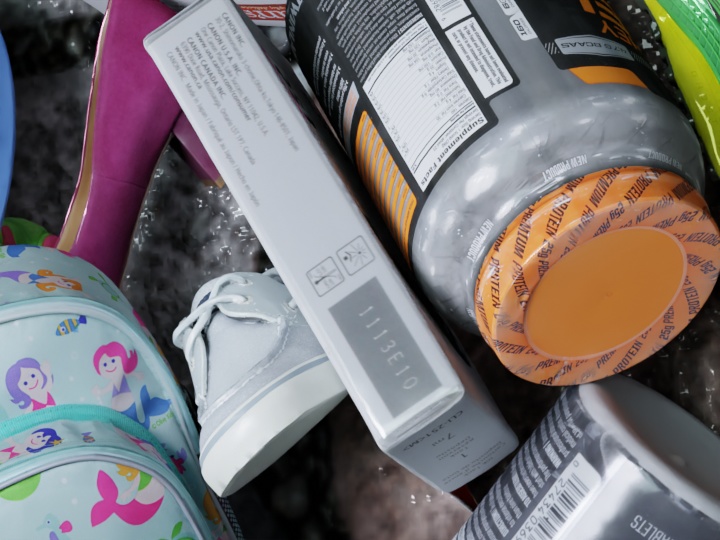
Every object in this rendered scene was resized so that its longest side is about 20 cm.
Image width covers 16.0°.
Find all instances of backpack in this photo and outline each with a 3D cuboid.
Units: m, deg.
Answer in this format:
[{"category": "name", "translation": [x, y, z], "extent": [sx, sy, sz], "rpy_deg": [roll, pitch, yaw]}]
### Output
[{"category": "backpack", "translation": [-0.141, 0.099, 1.049], "extent": [0.177, 0.151, 0.201], "rpy_deg": [-23, 112, -8]}]

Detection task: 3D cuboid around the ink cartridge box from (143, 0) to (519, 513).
[{"category": "ink cartridge box", "translation": [0.000, 0.000, 1.048], "extent": [0.043, 0.174, 0.201], "rpy_deg": [-34, 68, 6]}]

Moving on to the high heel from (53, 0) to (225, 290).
[{"category": "high heel", "translation": [-0.135, -0.029, 1.135], "extent": [0.200, 0.096, 0.067], "rpy_deg": [-50, 15, -18]}]

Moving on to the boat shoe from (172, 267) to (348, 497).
[{"category": "boat shoe", "translation": [-0.045, 0.037, 1.044], "extent": [0.070, 0.201, 0.072], "rpy_deg": [-42, 91, 9]}]

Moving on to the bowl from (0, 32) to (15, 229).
[{"category": "bowl", "translation": [-0.226, -0.048, 1.208], "extent": [0.200, 0.039, 0.202], "rpy_deg": [-14, 71, 49]}]

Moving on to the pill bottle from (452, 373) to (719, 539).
[{"category": "pill bottle", "translation": [0.072, 0.147, 1.019], "extent": [0.106, 0.106, 0.200], "rpy_deg": [44, 108, 27]}]

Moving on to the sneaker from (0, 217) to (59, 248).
[{"category": "sneaker", "translation": [-0.158, 0.078, 1.196], "extent": [0.084, 0.076, 0.201], "rpy_deg": [-24, 69, 45]}]

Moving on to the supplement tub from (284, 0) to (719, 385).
[{"category": "supplement tub", "translation": [0.057, -0.058, 1.013], "extent": [0.123, 0.122, 0.201], "rpy_deg": [-45, 48, 20]}]

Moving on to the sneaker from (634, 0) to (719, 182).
[{"category": "sneaker", "translation": [0.152, -0.123, 1.025], "extent": [0.085, 0.078, 0.201], "rpy_deg": [-27, 80, 19]}]

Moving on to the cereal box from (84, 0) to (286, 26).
[{"category": "cereal box", "translation": [-0.106, -0.156, 1.104], "extent": [0.143, 0.200, 0.040], "rpy_deg": [7, 77, 32]}]
